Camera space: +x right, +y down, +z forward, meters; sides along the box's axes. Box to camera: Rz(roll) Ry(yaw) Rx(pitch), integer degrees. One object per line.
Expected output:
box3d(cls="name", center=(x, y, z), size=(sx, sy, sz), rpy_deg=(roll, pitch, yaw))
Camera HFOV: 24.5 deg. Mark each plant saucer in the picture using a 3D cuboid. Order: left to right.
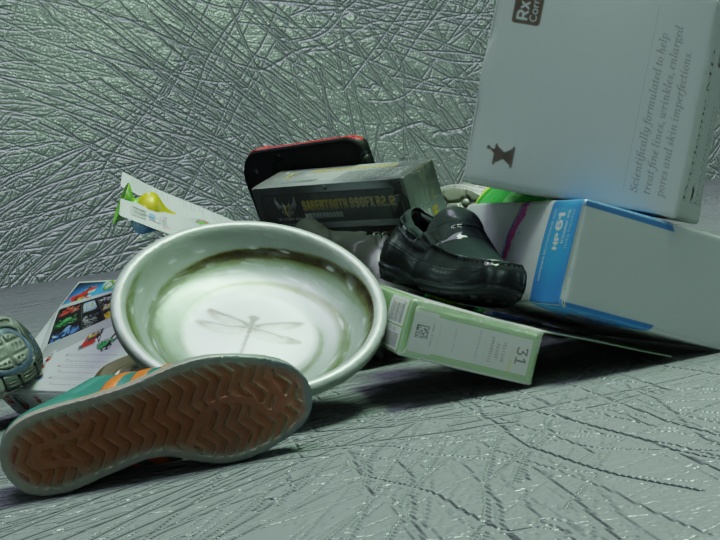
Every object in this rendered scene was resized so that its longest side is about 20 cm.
box3d(cls="plant saucer", center=(-0.081, 0.041, 1.200), size=(0.199, 0.050, 0.201), rpy_deg=(4, 37, -3))

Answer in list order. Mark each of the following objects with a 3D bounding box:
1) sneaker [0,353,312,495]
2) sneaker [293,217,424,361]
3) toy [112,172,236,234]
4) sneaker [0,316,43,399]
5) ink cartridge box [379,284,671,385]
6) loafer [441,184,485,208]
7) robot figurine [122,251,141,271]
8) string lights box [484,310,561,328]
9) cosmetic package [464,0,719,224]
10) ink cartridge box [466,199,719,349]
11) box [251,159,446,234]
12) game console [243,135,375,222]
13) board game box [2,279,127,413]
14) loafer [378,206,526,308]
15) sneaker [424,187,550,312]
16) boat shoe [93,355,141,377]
box3d(cls="sneaker", center=(-0.133, 0.090, 1.061), size=(0.199, 0.072, 0.080), rpy_deg=(-11, 9, -11))
box3d(cls="sneaker", center=(0.000, 0.000, 1.458), size=(0.091, 0.076, 0.200), rpy_deg=(-45, 38, 4))
box3d(cls="toy", center=(-0.111, -0.011, 1.351), size=(0.199, 0.047, 0.115), rpy_deg=(26, 14, -15))
box3d(cls="sneaker", center=(-0.342, 0.108, 1.312), size=(0.087, 0.075, 0.200), rpy_deg=(-37, -8, 41))
box3d(cls="ink cartridge box", center=(0.110, 0.056, 1.235), size=(0.199, 0.048, 0.145), rpy_deg=(15, 0, -12))
box3d(cls="loafer", center=(0.137, -0.049, 1.563), size=(0.199, 0.070, 0.070), rpy_deg=(-3, -8, 23))
box3d(cls="robot figurine", center=(-0.140, 0.030, 1.479), size=(0.150, 0.125, 0.200), rpy_deg=(27, -15, -31))
box3d(cls="string lights box", center=(0.186, 0.015, 1.501), size=(0.102, 0.059, 0.200), rpy_deg=(-10, 5, -12))
box3d(cls="cosmetic package", center=(0.191, -0.131, 1.290), size=(0.164, 0.166, 0.200), rpy_deg=(11, 4, 16))
box3d(cls="ink cartridge box", center=(0.175, 0.001, 1.273), size=(0.144, 0.085, 0.200), rpy_deg=(14, -5, -21))
box3d(cls="box", center=(0.002, -0.018, 1.551), size=(0.199, 0.159, 0.048), rpy_deg=(-2, 22, 43))
box3d(cls="game console", center=(-0.027, -0.033, 1.622), size=(0.031, 0.201, 0.176), rpy_deg=(-33, 20, -36))
box3d(cls="board game box", center=(-0.204, 0.062, 1.350), size=(0.199, 0.035, 0.127), rpy_deg=(-3, 45, 50))
box3d(cls="loafer", center=(0.069, -0.014, 1.253), size=(0.068, 0.071, 0.200), rpy_deg=(14, 1, -22))
box3d(cls="sneaker", center=(0.106, -0.002, 1.433), size=(0.200, 0.074, 0.084), rpy_deg=(-49, 20, 7))
box3d(cls="boat shoe", center=(-0.114, 0.077, 1.254), size=(0.062, 0.074, 0.200), rpy_deg=(6, 24, 40))
